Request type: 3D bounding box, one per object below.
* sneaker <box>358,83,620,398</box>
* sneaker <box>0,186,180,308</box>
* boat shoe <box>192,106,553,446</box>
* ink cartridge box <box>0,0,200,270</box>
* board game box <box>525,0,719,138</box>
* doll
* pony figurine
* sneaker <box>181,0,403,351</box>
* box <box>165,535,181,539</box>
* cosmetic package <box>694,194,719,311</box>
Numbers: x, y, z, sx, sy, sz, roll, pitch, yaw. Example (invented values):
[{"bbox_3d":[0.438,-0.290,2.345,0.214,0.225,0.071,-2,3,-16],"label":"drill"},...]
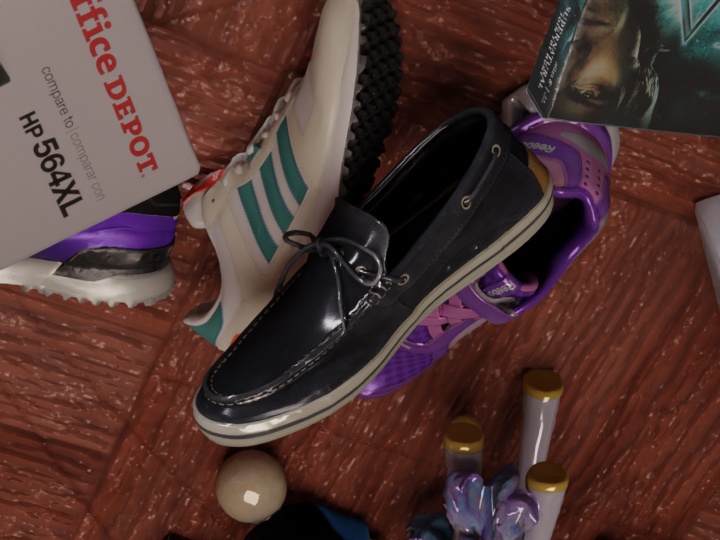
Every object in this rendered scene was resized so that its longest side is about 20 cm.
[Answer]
[{"bbox_3d":[0.052,-0.002,0.973,0.080,0.089,0.200,34,115,-26],"label":"sneaker"},{"bbox_3d":[-0.181,-0.046,0.936,0.198,0.070,0.100,5,116,-14],"label":"sneaker"},{"bbox_3d":[0.000,0.000,0.877,0.200,0.075,0.062,-39,126,-11],"label":"boat shoe"},{"bbox_3d":[-0.185,-0.071,0.821,0.199,0.084,0.147,-27,135,-8],"label":"ink cartridge box"},{"bbox_3d":[0.182,-0.117,0.838,0.198,0.028,0.136,4,124,-21],"label":"board game box"},{"bbox_3d":[-0.027,0.192,1.069,0.048,0.136,0.201,-17,97,41],"label":"doll"},{"bbox_3d":[0.072,0.178,1.029,0.165,0.193,0.202,4,114,2],"label":"pony figurine"},{"bbox_3d":[-0.041,-0.046,0.944,0.093,0.070,0.201,15,111,14],"label":"sneaker"},{"bbox_3d":[-0.080,0.270,1.160,0.192,0.048,0.201,26,116,-19],"label":"box"},{"bbox_3d":[0.290,0.037,0.956,0.198,0.201,0.124,-18,123,6],"label":"cosmetic package"}]
